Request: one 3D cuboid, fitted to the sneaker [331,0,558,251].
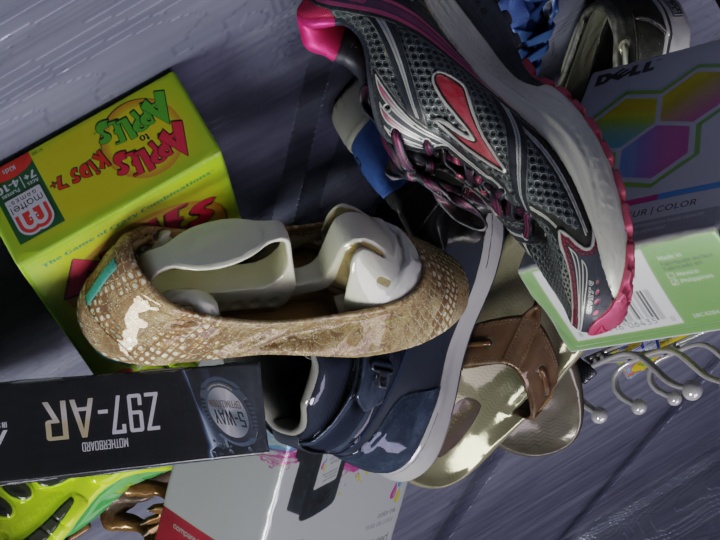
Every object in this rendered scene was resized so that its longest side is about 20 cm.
[{"bbox_3d":[0.073,-0.090,0.821,0.076,0.112,0.200,-10,152,-49],"label":"sneaker"}]

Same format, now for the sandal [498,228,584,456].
[{"bbox_3d":[0.090,0.047,1.013,0.081,0.055,0.201,-10,132,3],"label":"sandal"}]

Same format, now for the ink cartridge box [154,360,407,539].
[{"bbox_3d":[-0.033,0.097,1.032,0.145,0.082,0.202,-8,119,-52],"label":"ink cartridge box"}]

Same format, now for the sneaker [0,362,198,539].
[{"bbox_3d":[-0.161,0.110,1.056,0.199,0.074,0.084,-33,-172,-9],"label":"sneaker"}]

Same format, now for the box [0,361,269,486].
[{"bbox_3d":[-0.158,0.080,0.823,0.159,0.044,0.199,-3,173,-31],"label":"box"}]

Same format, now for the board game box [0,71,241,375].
[{"bbox_3d":[-0.109,-0.011,0.829,0.101,0.048,0.200,-29,162,-7],"label":"board game box"}]

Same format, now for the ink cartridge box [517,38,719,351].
[{"bbox_3d":[0.156,-0.057,0.820,0.103,0.059,0.201,-12,-142,37],"label":"ink cartridge box"}]

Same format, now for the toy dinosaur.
[{"bbox_3d":[-0.150,0.140,1.133,0.198,0.106,0.061,-19,135,-24],"label":"toy dinosaur"}]

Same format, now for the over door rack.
[{"bbox_3d":[0.251,0.038,1.133,0.200,0.067,0.147,-40,161,26],"label":"over door rack"}]

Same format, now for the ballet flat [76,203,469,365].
[{"bbox_3d":[-0.029,0.004,0.776,0.198,0.071,0.066,-9,145,-28],"label":"ballet flat"}]

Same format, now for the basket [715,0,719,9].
[{"bbox_3d":[0.273,-0.196,0.852,0.180,0.136,0.200,-34,171,-40],"label":"basket"}]

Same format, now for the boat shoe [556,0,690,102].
[{"bbox_3d":[0.129,-0.066,0.981,0.063,0.071,0.202,-15,126,-38],"label":"boat shoe"}]

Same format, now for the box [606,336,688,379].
[{"bbox_3d":[0.231,-0.038,1.205,0.192,0.123,0.200,-33,163,3],"label":"box"}]

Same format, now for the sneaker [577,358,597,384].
[{"bbox_3d":[0.108,0.010,1.093,0.077,0.141,0.200,-31,163,0],"label":"sneaker"}]

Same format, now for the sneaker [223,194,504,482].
[{"bbox_3d":[0.001,0.001,0.895,0.076,0.205,0.146,4,169,40],"label":"sneaker"}]

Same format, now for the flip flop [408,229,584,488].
[{"bbox_3d":[0.078,0.054,0.959,0.201,0.081,0.058,-55,-167,26],"label":"flip flop"}]

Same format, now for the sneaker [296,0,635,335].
[{"bbox_3d":[0.048,-0.053,0.728,0.074,0.201,0.081,-29,159,-13],"label":"sneaker"}]
